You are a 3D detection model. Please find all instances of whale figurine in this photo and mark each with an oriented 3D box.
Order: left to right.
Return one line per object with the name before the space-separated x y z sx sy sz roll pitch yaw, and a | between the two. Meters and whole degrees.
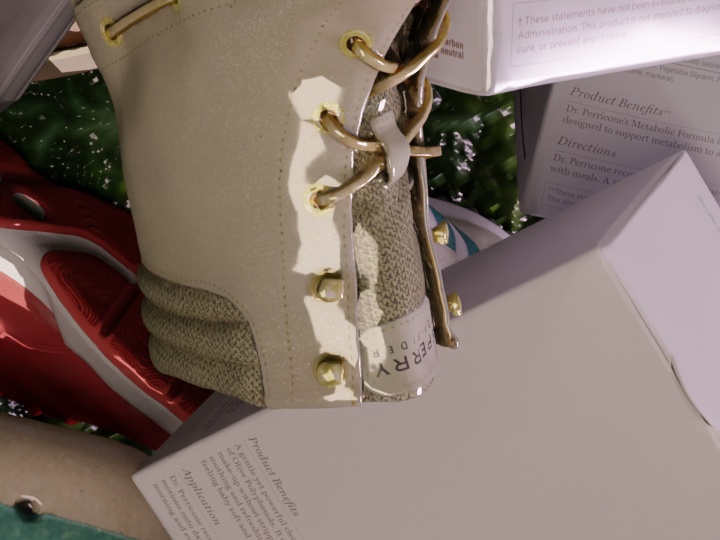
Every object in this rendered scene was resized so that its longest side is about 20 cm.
whale figurine | -0.138 0.113 0.912 0.159 0.104 0.200 15 163 -14

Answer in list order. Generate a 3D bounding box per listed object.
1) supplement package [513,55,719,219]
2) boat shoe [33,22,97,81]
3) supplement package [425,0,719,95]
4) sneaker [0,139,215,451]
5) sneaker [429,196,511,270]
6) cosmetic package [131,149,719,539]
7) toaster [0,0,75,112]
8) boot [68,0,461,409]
supplement package | 0.124 -0.119 0.818 0.109 0.114 0.200 11 119 -4
boat shoe | -0.053 -0.121 0.851 0.199 0.072 0.068 -19 114 0
supplement package | 0.041 -0.162 0.695 0.117 0.117 0.201 -11 111 -38
sneaker | -0.134 0.025 0.935 0.200 0.078 0.116 41 121 -7
sneaker | 0.000 -0.001 0.896 0.070 0.093 0.200 -39 112 20
cosmetic package | 0.039 0.057 0.812 0.200 0.085 0.108 -26 101 33
toaster | -0.133 -0.141 0.773 0.129 0.200 0.114 -49 143 17
boot | 0.005 -0.044 0.625 0.200 0.072 0.155 -2 103 43
